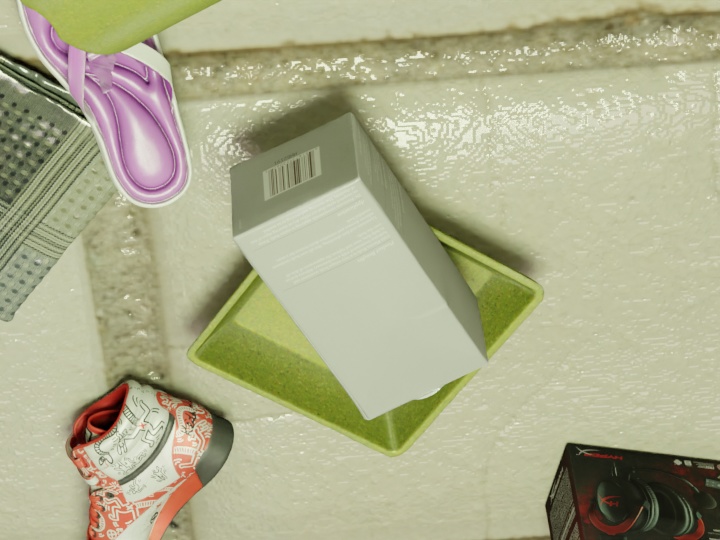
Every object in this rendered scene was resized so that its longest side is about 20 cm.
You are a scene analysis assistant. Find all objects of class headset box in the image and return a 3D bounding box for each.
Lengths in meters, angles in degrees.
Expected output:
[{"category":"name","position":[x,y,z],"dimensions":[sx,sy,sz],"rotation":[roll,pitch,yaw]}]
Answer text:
[{"category":"headset box","position":[0.235,0.236,1.881],"dimensions":[0.148,0.200,0.075],"rotation":[8,127,-9]}]

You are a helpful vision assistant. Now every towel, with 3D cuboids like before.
[{"category":"towel","position":[-0.279,-0.072,1.717],"dimensions":[0.192,0.035,0.200],"rotation":[31,122,-21]}]

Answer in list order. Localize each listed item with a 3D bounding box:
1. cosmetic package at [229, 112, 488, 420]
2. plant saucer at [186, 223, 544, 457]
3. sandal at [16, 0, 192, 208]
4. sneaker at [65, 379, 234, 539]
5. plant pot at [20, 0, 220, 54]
[{"category":"cosmetic package","position":[0.000,0.000,1.695],"dimensions":[0.106,0.090,0.200],"rotation":[-24,128,14]},{"category":"plant saucer","position":[0.002,0.026,1.798],"dimensions":[0.199,0.048,0.200],"rotation":[27,122,-23]},{"category":"sandal","position":[-0.166,-0.132,1.643],"dimensions":[0.082,0.050,0.203],"rotation":[-30,115,-3]},{"category":"sneaker","position":[-0.196,0.171,1.885],"dimensions":[0.108,0.067,0.202],"rotation":[28,117,-22]},{"category":"plant pot","position":[-0.128,-0.236,1.514],"dimensions":[0.184,0.201,0.200],"rotation":[-32,124,33]}]
